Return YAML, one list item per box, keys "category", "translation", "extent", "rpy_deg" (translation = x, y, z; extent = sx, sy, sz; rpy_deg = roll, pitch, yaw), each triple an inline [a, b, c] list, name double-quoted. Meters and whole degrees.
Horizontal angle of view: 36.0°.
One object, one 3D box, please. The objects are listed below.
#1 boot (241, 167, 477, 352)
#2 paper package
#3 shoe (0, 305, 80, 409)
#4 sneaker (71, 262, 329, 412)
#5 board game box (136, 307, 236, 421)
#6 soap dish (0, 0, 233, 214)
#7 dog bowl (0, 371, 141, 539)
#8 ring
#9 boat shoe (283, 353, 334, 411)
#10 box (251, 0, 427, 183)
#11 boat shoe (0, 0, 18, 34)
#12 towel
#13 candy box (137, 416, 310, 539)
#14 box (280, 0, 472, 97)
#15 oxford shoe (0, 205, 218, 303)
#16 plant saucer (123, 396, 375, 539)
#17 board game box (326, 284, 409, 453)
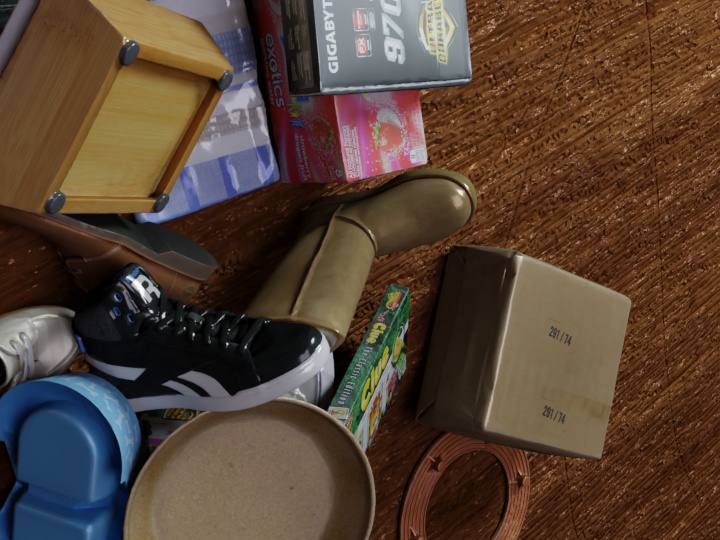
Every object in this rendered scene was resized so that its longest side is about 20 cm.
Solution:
- category: "boot"
  translation: [0.000, 0.000, 0.919]
  extent: [0.066, 0.174, 0.200]
  rpy_deg: [64, 27, -25]
- category: "paper package"
  translation: [0.172, 0.090, 1.160]
  extent: [0.200, 0.103, 0.192]
  rpy_deg: [18, 82, -41]
- category: "shoe"
  translation: [-0.286, 0.086, 0.818]
  extent: [0.200, 0.053, 0.070]
  rpy_deg: [-29, 116, -32]
- category: "sneaker"
  translation: [-0.130, 0.043, 0.817]
  extent: [0.073, 0.199, 0.112]
  rpy_deg: [-66, 139, -54]
- category: "board game box"
  translation: [-0.146, 0.141, 0.967]
  extent: [0.200, 0.023, 0.105]
  rpy_deg: [-52, 129, -20]
- category: "soap dish"
  translation: [-0.178, -0.112, 0.774]
  extent: [0.158, 0.081, 0.200]
  rpy_deg: [-59, 166, 12]
- category: "dog bowl"
  translation: [-0.223, 0.168, 0.843]
  extent: [0.050, 0.111, 0.201]
  rpy_deg: [-43, 145, -66]
- category: "ring"
  translation: [0.121, 0.261, 1.216]
  extent: [0.200, 0.019, 0.201]
  rpy_deg: [-10, 106, -38]
- category: "boat shoe"
  translation: [-0.073, 0.123, 0.969]
  extent: [0.070, 0.071, 0.201]
  rpy_deg: [-8, 110, -42]
- category: "box"
  translation: [-0.020, -0.179, 0.947]
  extent: [0.095, 0.100, 0.201]
  rpy_deg: [-17, 104, -37]
- category: "boat shoe"
  translation: [-0.275, -0.191, 0.730]
  extent: [0.198, 0.068, 0.074]
  rpy_deg: [-2, 66, -22]
- category: "towel"
  translation: [-0.142, -0.147, 0.912]
  extent: [0.147, 0.024, 0.201]
  rpy_deg: [-22, 112, -34]
- category: "candy box"
  translation: [-0.129, 0.228, 0.918]
  extent: [0.136, 0.061, 0.201]
  rpy_deg: [6, 103, -20]
- category: "box"
  translation: [0.010, -0.241, 0.872]
  extent: [0.158, 0.046, 0.201]
  rpy_deg: [-10, 99, -37]
- category: "oxford shoe"
  translation: [-0.208, -0.015, 0.858]
  extent: [0.200, 0.071, 0.071]
  rpy_deg: [28, 104, -35]
- category: "plant saucer"
  translation: [-0.087, 0.187, 0.868]
  extent: [0.199, 0.035, 0.201]
  rpy_deg: [-5, 106, -19]
- category: "board game box"
  translation: [0.004, 0.114, 1.000]
  extent: [0.200, 0.023, 0.105]
  rpy_deg: [-61, 156, -47]
